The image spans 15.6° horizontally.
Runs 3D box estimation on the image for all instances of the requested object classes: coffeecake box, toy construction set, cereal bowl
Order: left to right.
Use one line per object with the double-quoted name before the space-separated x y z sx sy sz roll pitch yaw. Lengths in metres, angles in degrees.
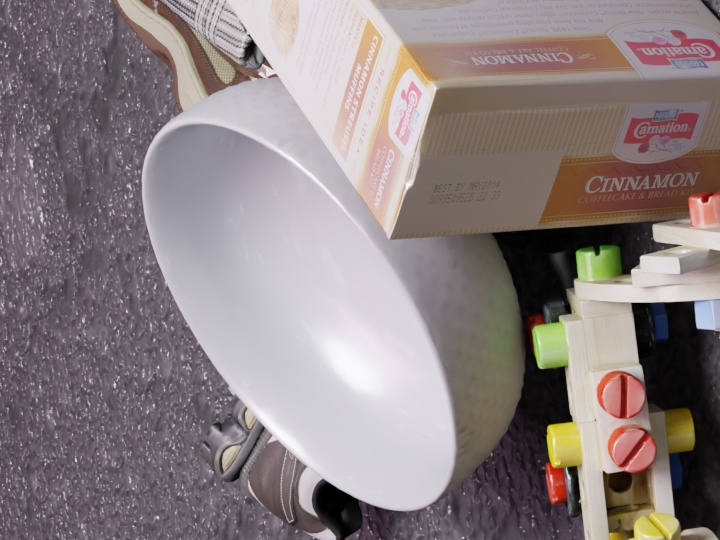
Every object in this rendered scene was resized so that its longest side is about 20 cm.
"cereal bowl" 0.000 0.000 1.128 0.200 0.083 0.200 39 150 28
"coffeecake box" 0.045 -0.104 1.068 0.200 0.153 0.073 56 140 43
"toy construction set" 0.112 0.065 1.033 0.131 0.092 0.201 -119 36 -82

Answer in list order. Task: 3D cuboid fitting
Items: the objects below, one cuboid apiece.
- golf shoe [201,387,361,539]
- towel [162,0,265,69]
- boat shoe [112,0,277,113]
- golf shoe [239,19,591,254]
"golf shoe" 0.001 0.047 1.268 0.094 0.078 0.200 43 132 20
"towel" -0.058 -0.223 1.317 0.193 0.034 0.201 45 114 51
"boat shoe" -0.073 -0.139 1.394 0.075 0.075 0.203 -54 47 25
"golf shoe" 0.040 -0.077 1.185 0.200 0.094 0.078 44 97 24
